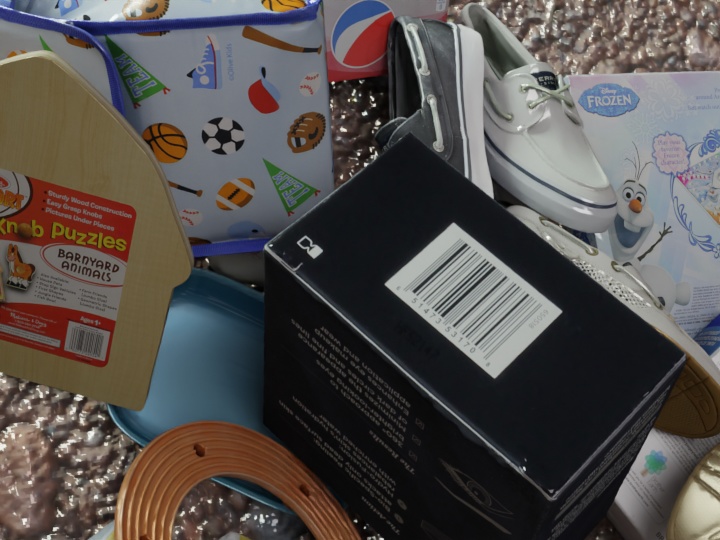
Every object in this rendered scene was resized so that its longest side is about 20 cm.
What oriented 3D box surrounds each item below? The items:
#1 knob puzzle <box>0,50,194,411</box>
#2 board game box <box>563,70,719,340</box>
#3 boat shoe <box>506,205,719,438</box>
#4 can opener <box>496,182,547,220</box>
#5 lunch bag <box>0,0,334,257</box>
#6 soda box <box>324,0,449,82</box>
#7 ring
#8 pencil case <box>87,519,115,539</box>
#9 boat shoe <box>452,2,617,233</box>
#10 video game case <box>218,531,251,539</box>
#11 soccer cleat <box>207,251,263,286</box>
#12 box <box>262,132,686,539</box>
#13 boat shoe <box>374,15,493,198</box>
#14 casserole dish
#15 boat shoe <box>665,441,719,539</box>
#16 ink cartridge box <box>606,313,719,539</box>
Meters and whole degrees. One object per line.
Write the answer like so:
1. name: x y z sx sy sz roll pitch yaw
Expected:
1. knob puzzle: -0.187 -0.032 0.791 0.218 0.220 0.031 34 26 -10
2. board game box: 0.245 -0.046 1.040 0.197 0.043 0.202 -4 81 -23
3. boat shoe: 0.164 0.027 0.892 0.199 0.071 0.070 39 42 -8
4. can opener: 0.123 -0.026 0.954 0.053 0.067 0.203 26 50 -35
5. lunch bag: -0.116 -0.097 0.822 0.197 0.172 0.125 -3 38 -1
6. soda box: -0.040 -0.167 0.930 0.197 0.071 0.064 -12 39 -24
7. ring: -0.059 0.178 0.785 0.199 0.019 0.202 35 35 -29
8. pencil case: -0.103 0.235 0.807 0.083 0.091 0.201 -40 95 -24
9. boat shoe: 0.108 -0.108 0.932 0.073 0.067 0.200 -6 43 -39
10. video game case: -0.013 0.269 0.794 0.181 0.023 0.202 33 36 -31
11. soccer cleat: 0.000 0.000 0.916 0.197 0.070 0.088 -8 79 -24
12. box: 0.050 0.068 0.775 0.196 0.201 0.117 41 62 20
13. boat shoe: 0.041 -0.074 0.886 0.067 0.072 0.203 11 66 -21
14. casserole dish: -0.073 0.080 0.886 0.198 0.039 0.123 26 69 -13
15. boat shoe: 0.270 0.122 0.882 0.200 0.072 0.065 -48 136 -17
16. ink cartridge box: 0.258 0.118 0.958 0.199 0.076 0.137 -40 94 -5
